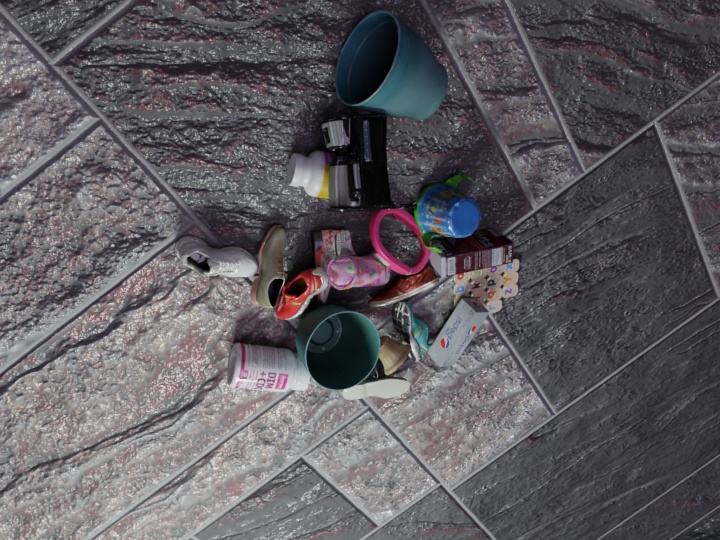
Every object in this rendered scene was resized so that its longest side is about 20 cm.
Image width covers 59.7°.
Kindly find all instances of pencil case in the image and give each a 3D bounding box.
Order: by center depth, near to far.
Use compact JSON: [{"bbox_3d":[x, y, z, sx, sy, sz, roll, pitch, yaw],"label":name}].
[{"bbox_3d":[0.000,0.000,1.521,0.200,0.087,0.088,-5,127,-61],"label":"pencil case"}]

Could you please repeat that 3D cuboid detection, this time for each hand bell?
[{"bbox_3d":[0.030,0.174,1.675,0.200,0.104,0.104,43,100,-6],"label":"hand bell"}]

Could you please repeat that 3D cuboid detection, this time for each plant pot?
[{"bbox_3d":[0.080,-0.415,1.334,0.187,0.200,0.201,14,113,-39],"label":"plant pot"},{"bbox_3d":[-0.073,0.176,1.581,0.199,0.161,0.202,-7,106,-24],"label":"plant pot"}]

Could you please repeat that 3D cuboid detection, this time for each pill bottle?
[{"bbox_3d":[-0.062,-0.215,1.435,0.199,0.104,0.105,7,115,-21],"label":"pill bottle"},{"bbox_3d":[-0.236,0.254,1.621,0.199,0.113,0.114,9,114,-21],"label":"pill bottle"}]

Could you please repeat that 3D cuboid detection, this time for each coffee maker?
[{"bbox_3d":[0.013,-0.230,1.350,0.191,0.134,0.202,-8,99,-37],"label":"coffee maker"}]

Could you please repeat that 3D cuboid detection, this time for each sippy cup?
[{"bbox_3d":[0.220,-0.139,1.531,0.139,0.130,0.179,-14,110,-23],"label":"sippy cup"}]

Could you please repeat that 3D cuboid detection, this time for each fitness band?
[{"bbox_3d":[0.099,-0.075,1.556,0.200,0.037,0.144,34,67,-31],"label":"fitness band"}]

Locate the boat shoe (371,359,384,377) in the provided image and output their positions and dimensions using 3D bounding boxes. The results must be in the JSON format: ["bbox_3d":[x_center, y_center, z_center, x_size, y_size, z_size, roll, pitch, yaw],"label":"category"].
[{"bbox_3d":[0.026,0.262,1.738,0.198,0.062,0.075,-6,117,-16],"label":"boat shoe"}]

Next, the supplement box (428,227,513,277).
[{"bbox_3d":[0.284,-0.049,1.628,0.199,0.109,0.061,-11,119,-12],"label":"supplement box"}]

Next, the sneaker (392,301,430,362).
[{"bbox_3d":[0.144,0.158,1.727,0.079,0.077,0.201,-34,128,-21],"label":"sneaker"}]

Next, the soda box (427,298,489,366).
[{"bbox_3d":[0.271,0.173,1.743,0.068,0.063,0.201,1,126,-45],"label":"soda box"}]

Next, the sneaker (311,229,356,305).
[{"bbox_3d":[-0.064,-0.007,1.566,0.107,0.067,0.203,-6,116,-11],"label":"sneaker"}]

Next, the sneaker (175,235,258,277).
[{"bbox_3d":[-0.332,-0.013,1.460,0.199,0.099,0.078,12,113,-22],"label":"sneaker"}]

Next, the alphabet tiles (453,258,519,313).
[{"bbox_3d":[0.349,0.034,1.746,0.194,0.015,0.201,-12,120,-12],"label":"alphabet tiles"}]

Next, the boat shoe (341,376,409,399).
[{"bbox_3d":[0.041,0.318,1.770,0.198,0.062,0.073,-3,123,-14],"label":"boat shoe"}]

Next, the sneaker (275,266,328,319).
[{"bbox_3d":[-0.163,0.054,1.527,0.085,0.077,0.200,-8,151,-47],"label":"sneaker"}]

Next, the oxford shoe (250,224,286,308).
[{"bbox_3d":[-0.201,-0.007,1.491,0.071,0.074,0.202,9,93,-49],"label":"oxford shoe"}]

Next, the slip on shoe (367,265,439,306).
[{"bbox_3d":[0.109,0.046,1.656,0.199,0.074,0.062,-24,87,3],"label":"slip on shoe"}]
